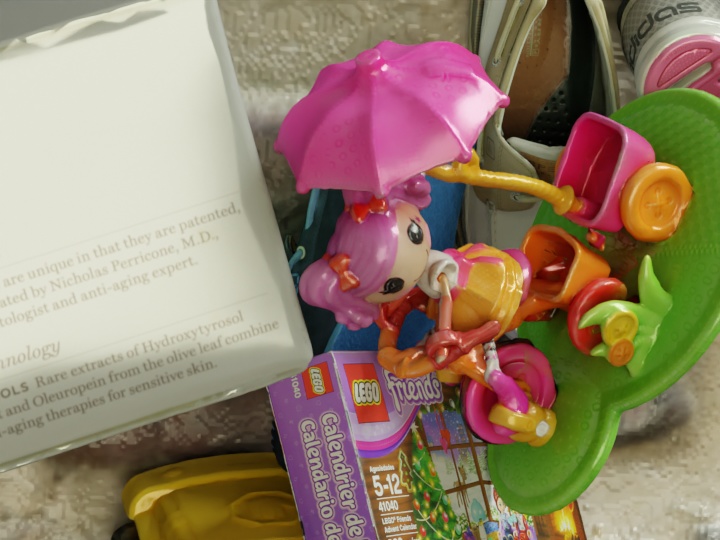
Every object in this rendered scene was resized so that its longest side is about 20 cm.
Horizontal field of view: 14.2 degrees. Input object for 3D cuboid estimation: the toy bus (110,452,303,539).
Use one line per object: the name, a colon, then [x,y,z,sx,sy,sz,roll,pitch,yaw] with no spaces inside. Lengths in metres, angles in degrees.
toy bus: [-0.036,0.203,1.318,0.136,0.192,0.200,-3,104,-13]

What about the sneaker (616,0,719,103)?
sneaker: [0.196,-0.090,1.364,0.200,0.087,0.074,18,123,-36]

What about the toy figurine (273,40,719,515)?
toy figurine: [0.040,-0.014,1.212,0.184,0.150,0.200,22,95,-33]

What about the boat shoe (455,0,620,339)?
boat shoe: [0.083,-0.055,1.349,0.075,0.068,0.200,-8,104,-10]

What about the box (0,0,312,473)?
box: [-0.151,-0.027,1.238,0.200,0.199,0.171,-18,105,-10]

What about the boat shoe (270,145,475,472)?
boat shoe: [0.000,0.000,1.346,0.084,0.069,0.200,26,83,-49]

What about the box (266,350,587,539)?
box: [0.038,0.105,1.283,0.039,0.200,0.137,-19,80,28]
